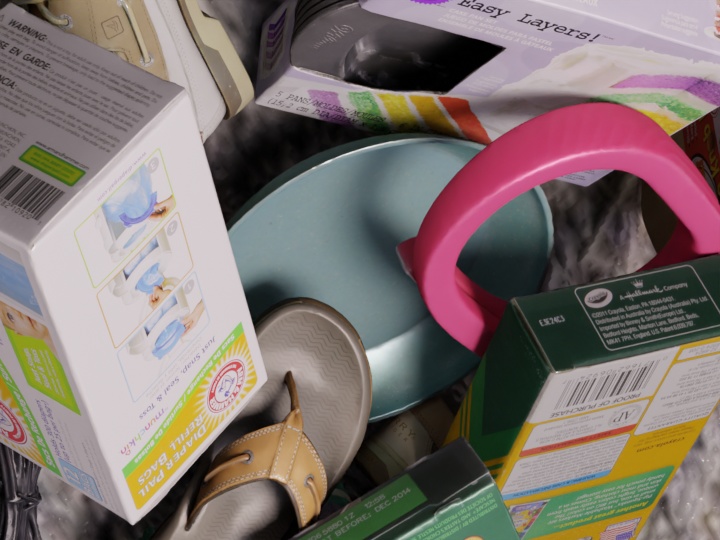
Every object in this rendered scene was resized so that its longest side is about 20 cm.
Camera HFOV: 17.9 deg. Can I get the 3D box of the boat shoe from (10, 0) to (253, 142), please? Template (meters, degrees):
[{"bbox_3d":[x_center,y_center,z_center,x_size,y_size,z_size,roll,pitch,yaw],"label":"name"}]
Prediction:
[{"bbox_3d":[-0.119,-0.128,1.032,0.068,0.075,0.200,-43,127,-14],"label":"boat shoe"}]

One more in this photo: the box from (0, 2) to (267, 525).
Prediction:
[{"bbox_3d":[-0.128,0.001,1.017,0.101,0.112,0.201,-47,147,-26],"label":"box"}]

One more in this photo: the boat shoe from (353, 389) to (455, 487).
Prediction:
[{"bbox_3d":[0.076,0.146,1.276,0.065,0.071,0.200,-44,125,-5],"label":"boat shoe"}]

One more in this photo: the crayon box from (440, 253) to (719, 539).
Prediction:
[{"bbox_3d":[0.111,0.081,1.178,0.125,0.052,0.201,-11,145,-25],"label":"crayon box"}]

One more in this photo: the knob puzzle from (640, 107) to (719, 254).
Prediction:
[{"bbox_3d":[0.194,-0.063,1.187,0.030,0.220,0.221,0,112,-15],"label":"knob puzzle"}]

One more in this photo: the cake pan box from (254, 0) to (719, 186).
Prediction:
[{"bbox_3d":[0.067,-0.108,1.071,0.199,0.184,0.053,14,68,-22],"label":"cake pan box"}]

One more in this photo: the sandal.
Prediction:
[{"bbox_3d":[-0.056,0.111,1.119,0.081,0.055,0.201,32,91,-15],"label":"sandal"}]

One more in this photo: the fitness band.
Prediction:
[{"bbox_3d":[0.102,-0.012,1.118,0.143,0.038,0.200,-30,149,15],"label":"fitness band"}]

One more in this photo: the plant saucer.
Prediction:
[{"bbox_3d":[0.000,0.000,1.156,0.199,0.036,0.201,-15,138,-14],"label":"plant saucer"}]

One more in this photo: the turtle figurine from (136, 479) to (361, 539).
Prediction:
[{"bbox_3d":[-0.029,0.188,1.220,0.199,0.101,0.151,6,104,-25],"label":"turtle figurine"}]

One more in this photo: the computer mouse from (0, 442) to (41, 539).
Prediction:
[{"bbox_3d":[-0.238,0.128,1.097,0.199,0.046,0.141,-14,114,-39],"label":"computer mouse"}]

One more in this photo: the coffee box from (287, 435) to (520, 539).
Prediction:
[{"bbox_3d":[0.038,0.189,1.156,0.123,0.044,0.201,-30,128,-5],"label":"coffee box"}]
